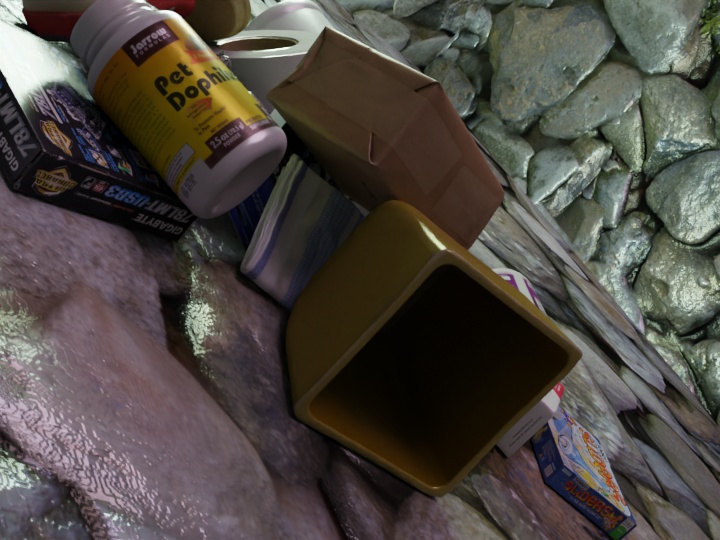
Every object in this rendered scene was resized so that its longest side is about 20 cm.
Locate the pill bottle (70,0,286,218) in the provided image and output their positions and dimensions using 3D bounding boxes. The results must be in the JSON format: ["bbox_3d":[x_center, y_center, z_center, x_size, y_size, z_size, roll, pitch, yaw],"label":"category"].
[{"bbox_3d":[-0.165,-0.152,0.931,0.200,0.109,0.109,48,15,7],"label":"pill bottle"}]

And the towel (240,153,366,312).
[{"bbox_3d":[-0.027,-0.008,1.090,0.200,0.024,0.148,39,59,-30],"label":"towel"}]

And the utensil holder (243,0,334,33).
[{"bbox_3d":[-0.072,-0.278,1.574,0.200,0.170,0.170,51,17,21],"label":"utensil holder"}]

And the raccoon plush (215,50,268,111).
[{"bbox_3d":[-0.119,-0.188,1.164,0.199,0.134,0.097,-18,78,-32],"label":"raccoon plush"}]

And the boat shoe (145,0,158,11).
[{"bbox_3d":[-0.205,-0.225,1.129,0.067,0.072,0.200,28,-5,9],"label":"boat shoe"}]

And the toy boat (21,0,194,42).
[{"bbox_3d":[-0.267,-0.269,1.154,0.130,0.132,0.200,10,29,28],"label":"toy boat"}]

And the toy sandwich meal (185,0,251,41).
[{"bbox_3d":[-0.213,-0.355,1.275,0.203,0.071,0.206,17,-23,7],"label":"toy sandwich meal"}]

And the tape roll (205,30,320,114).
[{"bbox_3d":[-0.129,-0.253,1.323,0.200,0.071,0.203,-1,23,0],"label":"tape roll"}]

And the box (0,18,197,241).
[{"bbox_3d":[-0.255,-0.129,0.930,0.200,0.050,0.198,54,18,27],"label":"box"}]

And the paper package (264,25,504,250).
[{"bbox_3d":[0.028,-0.128,1.088,0.190,0.104,0.200,35,-8,38],"label":"paper package"}]

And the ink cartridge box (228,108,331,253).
[{"bbox_3d":[-0.083,-0.107,1.124,0.200,0.039,0.100,-61,138,-48],"label":"ink cartridge box"}]

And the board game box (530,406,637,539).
[{"bbox_3d":[0.278,0.246,1.366,0.135,0.034,0.200,40,16,-17],"label":"board game box"}]

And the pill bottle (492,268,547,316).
[{"bbox_3d":[0.210,0.083,1.472,0.112,0.112,0.200,40,16,-16],"label":"pill bottle"}]

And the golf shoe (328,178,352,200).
[{"bbox_3d":[-0.041,-0.121,1.316,0.199,0.078,0.094,18,1,36],"label":"golf shoe"}]

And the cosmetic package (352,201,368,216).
[{"bbox_3d":[-0.038,-0.140,1.419,0.200,0.107,0.090,44,15,-8],"label":"cosmetic package"}]

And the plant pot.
[{"bbox_3d":[0.046,0.048,0.985,0.194,0.196,0.200,35,16,-31],"label":"plant pot"}]

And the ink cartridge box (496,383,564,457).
[{"bbox_3d":[0.148,0.112,1.285,0.200,0.083,0.145,46,15,7],"label":"ink cartridge box"}]
